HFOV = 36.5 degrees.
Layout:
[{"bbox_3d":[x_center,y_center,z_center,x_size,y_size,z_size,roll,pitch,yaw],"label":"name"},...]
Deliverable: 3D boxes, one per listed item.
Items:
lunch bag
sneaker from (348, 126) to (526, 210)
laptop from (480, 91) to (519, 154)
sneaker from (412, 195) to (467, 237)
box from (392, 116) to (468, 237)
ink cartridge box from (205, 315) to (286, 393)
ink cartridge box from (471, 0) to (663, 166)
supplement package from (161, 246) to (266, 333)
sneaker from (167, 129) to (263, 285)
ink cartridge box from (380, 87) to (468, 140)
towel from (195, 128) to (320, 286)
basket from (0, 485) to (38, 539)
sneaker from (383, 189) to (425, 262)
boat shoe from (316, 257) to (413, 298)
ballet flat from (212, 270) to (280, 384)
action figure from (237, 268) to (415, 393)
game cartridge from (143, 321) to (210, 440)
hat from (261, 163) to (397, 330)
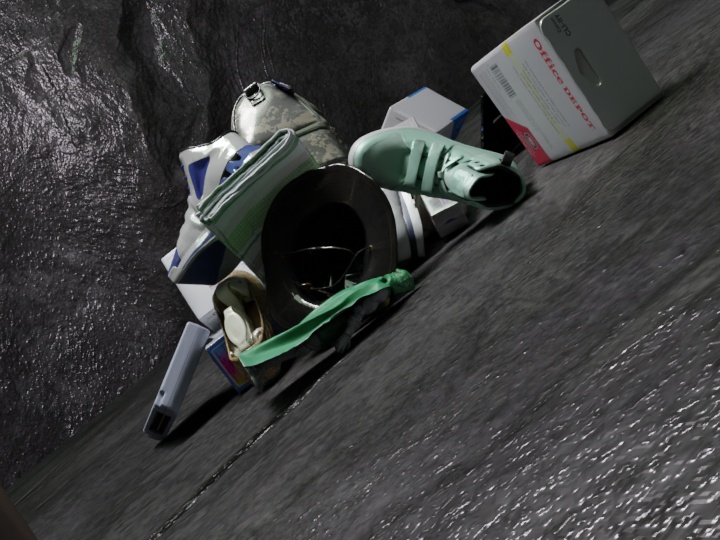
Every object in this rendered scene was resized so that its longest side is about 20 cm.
[{"bbox_3d":[-0.091,-0.132,1.433,0.138,0.168,0.201,-29,-31,-7],"label":"lunch bag"},{"bbox_3d":[0.087,-0.113,1.199,0.118,0.198,0.075,-102,20,-78],"label":"sneaker"},{"bbox_3d":[0.184,-0.215,1.681,0.102,0.202,0.177,15,37,27],"label":"laptop"},{"bbox_3d":[0.082,-0.091,1.459,0.079,0.079,0.200,-27,7,-2],"label":"sneaker"},{"bbox_3d":[0.082,-0.119,1.363,0.041,0.039,0.201,-26,41,3],"label":"box"},{"bbox_3d":[-0.104,0.062,1.433,0.200,0.077,0.136,-40,6,-4],"label":"ink cartridge box"},{"bbox_3d":[0.223,-0.210,1.207,0.083,0.146,0.200,-37,6,-13],"label":"ink cartridge box"},{"bbox_3d":[-0.175,0.025,1.565,0.117,0.117,0.200,-37,-24,0],"label":"supplement package"},{"bbox_3d":[-0.179,-0.087,1.330,0.080,0.115,0.201,8,-61,-48],"label":"sneaker"},{"bbox_3d":[0.068,-0.153,1.621,0.146,0.084,0.201,-42,-22,-58],"label":"ink cartridge box"},{"bbox_3d":[-0.096,-0.066,1.309,0.149,0.031,0.200,-42,-34,-2],"label":"towel"},{"bbox_3d":[-0.471,0.292,1.275,0.136,0.201,0.180,-36,6,1],"label":"basket"},{"bbox_3d":[0.020,-0.088,1.346,0.080,0.077,0.201,-16,44,-1],"label":"sneaker"},{"bbox_3d":[-0.002,0.001,1.342,0.200,0.063,0.073,-41,7,-29],"label":"boat shoe"},{"bbox_3d":[-0.144,0.052,1.322,0.070,0.065,0.201,-36,43,4],"label":"ballet flat"},{"bbox_3d":[-0.030,0.057,1.130,0.199,0.055,0.118,-32,3,-7],"label":"action figure"},{"bbox_3d":[-0.245,0.144,1.460,0.200,0.040,0.135,129,158,-65],"label":"game cartridge"},{"bbox_3d":[-0.021,-0.016,1.245,0.200,0.202,0.081,-35,-27,23],"label":"hat"}]
